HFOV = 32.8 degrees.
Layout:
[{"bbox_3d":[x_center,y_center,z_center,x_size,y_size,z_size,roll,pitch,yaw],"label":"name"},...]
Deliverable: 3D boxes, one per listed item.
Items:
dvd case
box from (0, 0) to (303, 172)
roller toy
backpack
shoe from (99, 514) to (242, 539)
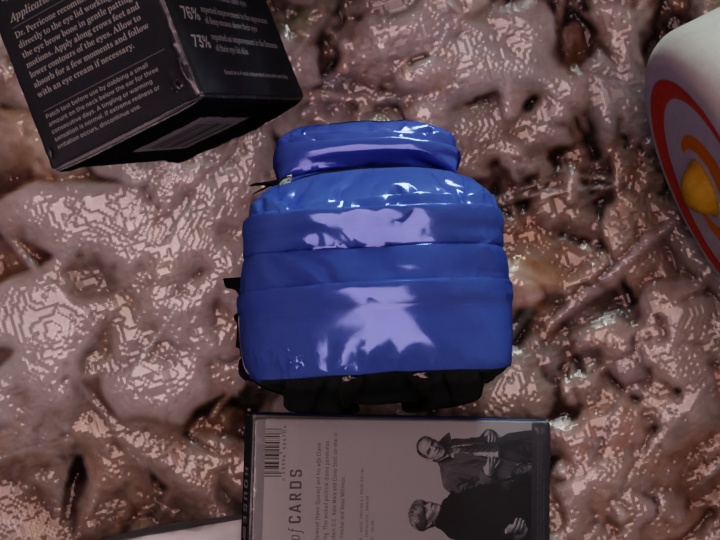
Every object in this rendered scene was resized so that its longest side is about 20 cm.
[{"bbox_3d":[0.024,0.164,0.738,0.197,0.025,0.153,4,83,-21],"label":"dvd case"},{"bbox_3d":[-0.135,-0.170,0.706,0.103,0.148,0.202,-22,88,20],"label":"box"},{"bbox_3d":[0.250,-0.070,0.703,0.138,0.200,0.184,-24,118,0],"label":"roller toy"},{"bbox_3d":[0.000,0.000,0.691,0.160,0.200,0.170,-7,90,0],"label":"backpack"},{"bbox_3d":[-0.089,0.200,0.750,0.197,0.071,0.092,-8,84,-6],"label":"shoe"}]
